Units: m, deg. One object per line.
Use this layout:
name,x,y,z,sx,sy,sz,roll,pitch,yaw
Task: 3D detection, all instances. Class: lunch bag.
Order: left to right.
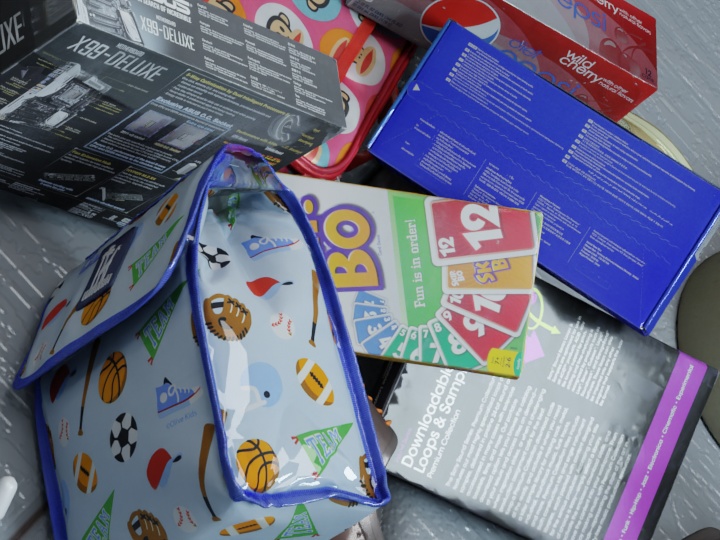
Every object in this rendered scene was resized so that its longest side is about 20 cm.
lunch bag,-0.092,0.057,1.226,0.123,0.170,0.202,8,61,-39
lunch bag,-0.045,-0.133,1.443,0.176,0.082,0.201,43,45,-15

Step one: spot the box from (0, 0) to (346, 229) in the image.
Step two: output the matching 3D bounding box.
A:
box,-0.131,-0.089,1.263,0.199,0.157,0.050,18,53,-44

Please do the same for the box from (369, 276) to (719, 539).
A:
box,0.104,0.084,1.405,0.199,0.036,0.144,27,82,-23

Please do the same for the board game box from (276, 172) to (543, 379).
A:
board game box,0.000,0.000,1.348,0.198,0.030,0.096,8,83,2

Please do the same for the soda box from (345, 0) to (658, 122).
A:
soda box,0.090,-0.160,1.465,0.199,0.070,0.064,26,47,-26

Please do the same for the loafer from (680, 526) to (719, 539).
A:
loafer,0.185,0.210,1.394,0.071,0.074,0.199,21,33,34

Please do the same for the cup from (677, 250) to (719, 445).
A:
cup,0.333,0.045,1.577,0.199,0.143,0.202,19,54,-28

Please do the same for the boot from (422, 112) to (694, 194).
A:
boot,0.125,-0.058,1.530,0.200,0.072,0.155,45,45,0

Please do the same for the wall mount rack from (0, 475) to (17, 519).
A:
wall mount rack,-0.244,0.166,1.107,0.199,0.074,0.175,25,51,-25

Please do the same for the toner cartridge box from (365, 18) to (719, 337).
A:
toner cartridge box,0.111,-0.055,1.396,0.199,0.043,0.095,34,89,13

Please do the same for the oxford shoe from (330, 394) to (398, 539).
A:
oxford shoe,-0.020,0.077,1.302,0.072,0.071,0.202,-4,90,-13
